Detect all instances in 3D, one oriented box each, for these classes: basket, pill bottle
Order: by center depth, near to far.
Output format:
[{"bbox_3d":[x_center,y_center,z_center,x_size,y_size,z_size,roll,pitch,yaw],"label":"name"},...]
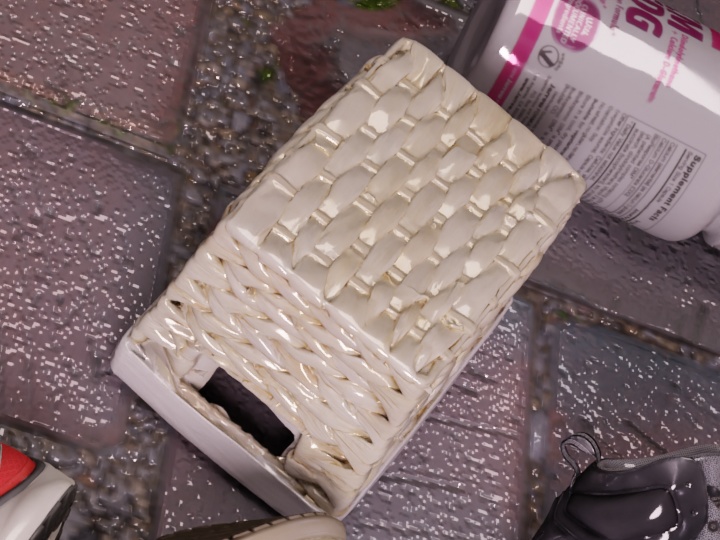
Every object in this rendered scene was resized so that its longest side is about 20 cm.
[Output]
[{"bbox_3d":[0.000,0.000,1.179,0.135,0.124,0.200,38,44,3],"label":"basket"},{"bbox_3d":[0.150,-0.086,1.347,0.199,0.114,0.114,26,45,-9],"label":"pill bottle"}]

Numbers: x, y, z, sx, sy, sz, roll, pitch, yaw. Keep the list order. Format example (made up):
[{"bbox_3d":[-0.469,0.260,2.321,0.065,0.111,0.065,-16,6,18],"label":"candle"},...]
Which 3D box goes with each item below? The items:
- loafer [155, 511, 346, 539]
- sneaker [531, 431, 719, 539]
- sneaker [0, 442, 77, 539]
[{"bbox_3d":[-0.079,0.152,1.047,0.199,0.075,0.069,-17,94,-46],"label":"loafer"},{"bbox_3d":[0.163,0.142,1.118,0.199,0.115,0.075,19,8,20],"label":"sneaker"},{"bbox_3d":[-0.195,0.132,1.004,0.085,0.077,0.200,29,37,11],"label":"sneaker"}]
